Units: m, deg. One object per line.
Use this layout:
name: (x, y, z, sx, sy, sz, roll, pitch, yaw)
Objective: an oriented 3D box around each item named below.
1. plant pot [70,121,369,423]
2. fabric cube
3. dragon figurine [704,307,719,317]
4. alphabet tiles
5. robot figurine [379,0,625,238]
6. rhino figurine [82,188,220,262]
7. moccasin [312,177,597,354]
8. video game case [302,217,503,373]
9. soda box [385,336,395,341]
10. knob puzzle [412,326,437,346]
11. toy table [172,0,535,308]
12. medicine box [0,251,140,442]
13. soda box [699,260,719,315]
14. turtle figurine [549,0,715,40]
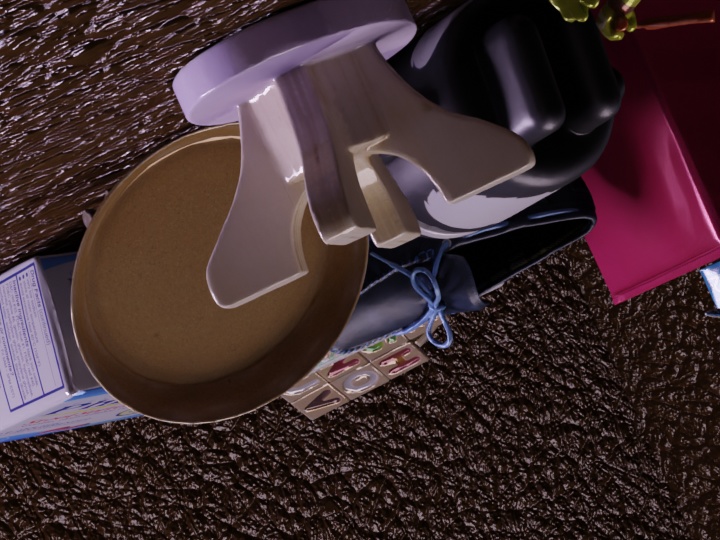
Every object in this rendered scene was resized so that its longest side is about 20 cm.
plant pot: (-0.088, -0.001, 1.483, 0.200, 0.200, 0.027, -23, -148, -19)
fabric cube: (0.238, -0.117, 1.596, 0.200, 0.200, 0.196, -23, 177, -19)
dragon figurine: (0.269, 0.007, 1.541, 0.059, 0.100, 0.200, -25, -164, -8)
alphabet tiles: (-0.039, 0.043, 1.656, 0.167, 0.008, 0.200, -28, 144, 15)
robot figurine: (0.073, -0.090, 1.446, 0.200, 0.150, 0.125, -29, -141, 58)
rhino figurine: (-0.130, -0.029, 1.574, 0.087, 0.060, 0.200, -19, 180, -18)
moccasin: (0.059, -0.006, 1.550, 0.200, 0.068, 0.080, -35, 143, 3)
video game case: (0.000, 0.000, 1.586, 0.200, 0.018, 0.143, -24, 142, -12)
soda box: (0.015, -0.037, 1.640, 0.064, 0.068, 0.200, -24, 146, -5)
knob puzzle: (0.002, -0.007, 1.827, 0.219, 0.220, 0.030, -24, 141, -6)
toy table: (-0.013, -0.069, 1.270, 0.184, 0.117, 0.200, -26, 176, 22)
medicine box: (-0.187, 0.050, 1.746, 0.182, 0.103, 0.200, -9, 171, -36)
soda box: (0.328, -0.013, 1.606, 0.200, 0.064, 0.068, -26, 176, 42)
turtle figurine: (0.180, -0.181, 1.308, 0.200, 0.065, 0.161, -25, 170, 42)
